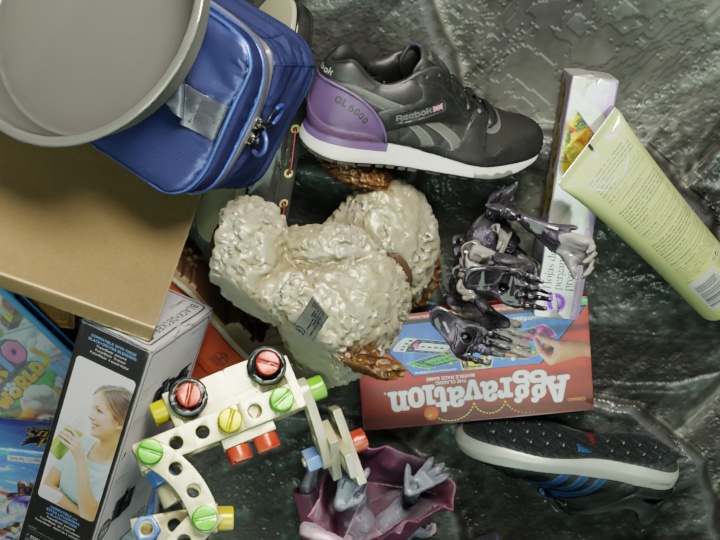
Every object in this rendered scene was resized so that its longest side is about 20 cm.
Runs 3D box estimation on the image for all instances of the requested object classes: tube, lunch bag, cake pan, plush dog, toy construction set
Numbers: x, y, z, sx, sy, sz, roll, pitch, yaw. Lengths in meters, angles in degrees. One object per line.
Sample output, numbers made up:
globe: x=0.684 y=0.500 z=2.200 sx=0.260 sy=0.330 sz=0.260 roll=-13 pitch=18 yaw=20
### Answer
tube: x=0.239 y=-0.038 z=1.104 sx=0.052 sy=0.058 sz=0.200 roll=-28 pitch=124 yaw=34
lunch bag: x=-0.139 y=-0.139 z=0.992 sx=0.200 sy=0.132 sz=0.136 roll=32 pitch=108 yaw=17
cake pan: x=-0.183 y=-0.177 z=0.923 sx=0.200 sy=0.037 sz=0.201 roll=-4 pitch=80 yaw=23
plush dog: x=0.000 y=0.000 z=1.069 sx=0.160 sy=0.172 sz=0.200 roll=14 pitch=145 yaw=34
toy construction set: x=-0.085 y=0.135 z=1.020 sx=0.200 sy=0.092 sz=0.131 roll=-18 pitch=78 yaw=-26

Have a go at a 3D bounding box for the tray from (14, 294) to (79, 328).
tray: x=-0.274 y=-0.054 z=1.116 sx=0.098 sy=0.037 sz=0.201 roll=6 pitch=113 yaw=-3

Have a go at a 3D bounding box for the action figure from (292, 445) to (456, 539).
action figure: x=0.000 y=0.226 z=1.174 sx=0.134 sy=0.149 sz=0.200 roll=31 pitch=141 yaw=-3

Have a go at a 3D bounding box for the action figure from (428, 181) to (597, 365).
action figure: x=0.112 y=0.009 z=1.053 sx=0.102 sy=0.200 sz=0.119 roll=29 pitch=111 yaw=-1

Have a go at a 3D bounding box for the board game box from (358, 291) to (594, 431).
board game box: x=0.097 y=0.078 z=1.177 sx=0.199 sy=0.019 sz=0.103 roll=-6 pitch=105 yaw=2

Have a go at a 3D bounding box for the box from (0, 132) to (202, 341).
box: x=-0.226 y=-0.045 z=1.018 sx=0.200 sy=0.164 sz=0.021 roll=21 pitch=137 yaw=-9

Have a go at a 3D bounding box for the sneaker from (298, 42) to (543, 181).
sneaker: x=0.058 y=-0.124 z=1.045 sx=0.199 sy=0.076 sz=0.088 roll=1 pitch=123 yaw=-24

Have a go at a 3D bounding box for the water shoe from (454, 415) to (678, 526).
water shoe: x=0.176 y=0.180 z=1.199 sx=0.199 sy=0.072 sz=0.079 roll=11 pitch=116 yaw=-3

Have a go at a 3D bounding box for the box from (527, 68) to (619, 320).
box: x=0.169 y=-0.061 z=1.109 sx=0.039 sy=0.041 sz=0.201 roll=6 pitch=107 yaw=-3

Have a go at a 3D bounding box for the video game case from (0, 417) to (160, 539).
video game case: x=-0.276 y=0.215 z=1.203 sx=0.199 sy=0.045 sz=0.182 roll=6 pitch=123 yaw=-4

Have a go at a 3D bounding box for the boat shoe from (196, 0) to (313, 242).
boat shoe: x=-0.073 y=-0.115 z=1.082 sx=0.063 sy=0.074 sz=0.202 roll=5 pitch=106 yaw=-37

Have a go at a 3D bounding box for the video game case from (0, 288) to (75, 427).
video game case: x=-0.308 y=0.085 z=1.155 sx=0.143 sy=0.018 sz=0.200 roll=-31 pitch=118 yaw=20

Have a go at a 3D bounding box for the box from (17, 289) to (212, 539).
box: x=-0.188 y=0.118 z=1.062 sx=0.060 sy=0.117 sz=0.200 roll=24 pitch=111 yaw=10

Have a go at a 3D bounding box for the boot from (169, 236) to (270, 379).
boot: x=-0.165 y=0.029 z=1.134 sx=0.107 sy=0.075 sz=0.200 roll=-35 pitch=110 yaw=17

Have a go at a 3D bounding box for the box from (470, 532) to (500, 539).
box: x=0.112 y=0.378 z=1.209 sx=0.123 sy=0.198 sz=0.200 roll=-21 pitch=111 yaw=8
